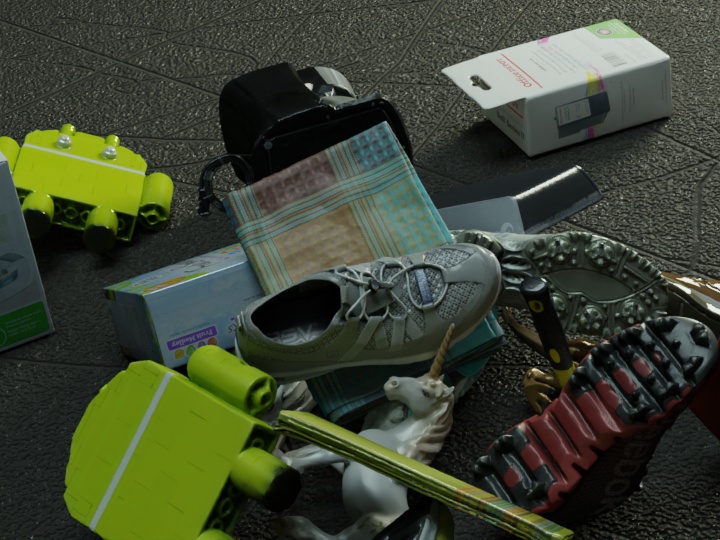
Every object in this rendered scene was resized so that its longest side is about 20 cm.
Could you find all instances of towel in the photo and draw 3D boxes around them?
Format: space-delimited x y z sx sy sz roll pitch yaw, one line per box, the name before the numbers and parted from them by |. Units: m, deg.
towel | 0.000 0.000 1.301 0.146 0.022 0.200 -25 71 -5
towel | 0.043 0.137 1.133 0.200 0.018 0.086 23 -2 14

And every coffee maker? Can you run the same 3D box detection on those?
coffee maker | -0.069 -0.119 1.609 0.192 0.135 0.200 6 13 -19

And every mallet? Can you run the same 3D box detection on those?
mallet | 0.133 0.069 1.228 0.066 0.200 0.041 -4 51 28

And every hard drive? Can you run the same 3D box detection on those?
hard drive | 0.091 -0.044 1.484 0.200 0.042 0.135 -10 11 44

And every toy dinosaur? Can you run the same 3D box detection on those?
toy dinosaur | 0.162 0.070 1.363 0.200 0.061 0.106 21 20 30

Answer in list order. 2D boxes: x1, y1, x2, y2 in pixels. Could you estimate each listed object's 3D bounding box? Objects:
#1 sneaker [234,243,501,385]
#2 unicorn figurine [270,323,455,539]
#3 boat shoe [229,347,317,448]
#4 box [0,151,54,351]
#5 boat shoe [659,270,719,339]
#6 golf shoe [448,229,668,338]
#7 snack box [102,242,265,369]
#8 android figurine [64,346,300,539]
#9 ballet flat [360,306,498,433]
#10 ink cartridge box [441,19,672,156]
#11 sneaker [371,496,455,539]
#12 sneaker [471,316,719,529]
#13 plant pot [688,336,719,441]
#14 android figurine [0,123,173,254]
sneaker | 0.005 0.029 1.235 0.200 0.082 0.075 -21 69 -2
unicorn figurine | 0.003 0.146 1.221 0.137 0.074 0.200 -3 68 -5
boat shoe | -0.076 0.086 1.366 0.071 0.069 0.200 1 32 18
box | -0.363 -0.044 1.551 0.097 0.177 0.200 -21 32 -19
boat shoe | 0.280 0.045 1.355 0.200 0.072 0.068 24 31 32
golf shoe | 0.139 0.001 1.355 0.200 0.078 0.097 11 7 7
snack box | -0.107 0.020 1.415 0.168 0.068 0.200 -19 5 -15
android figurine | -0.130 0.140 1.209 0.200 0.041 0.182 23 86 41
ballet flat | 0.046 0.081 1.354 0.072 0.072 0.200 5 32 22
ink cartridge box | 0.193 -0.177 1.733 0.200 0.067 0.117 -16 32 -14
sneaker | 0.041 0.228 1.100 0.078 0.090 0.200 -43 21 34
sneaker | 0.170 0.107 1.190 0.200 0.098 0.071 -44 51 18
plant pot | 0.363 0.076 1.143 0.200 0.200 0.176 -22 64 -20
android figurine | -0.270 -0.085 1.683 0.182 0.041 0.200 14 29 -8
